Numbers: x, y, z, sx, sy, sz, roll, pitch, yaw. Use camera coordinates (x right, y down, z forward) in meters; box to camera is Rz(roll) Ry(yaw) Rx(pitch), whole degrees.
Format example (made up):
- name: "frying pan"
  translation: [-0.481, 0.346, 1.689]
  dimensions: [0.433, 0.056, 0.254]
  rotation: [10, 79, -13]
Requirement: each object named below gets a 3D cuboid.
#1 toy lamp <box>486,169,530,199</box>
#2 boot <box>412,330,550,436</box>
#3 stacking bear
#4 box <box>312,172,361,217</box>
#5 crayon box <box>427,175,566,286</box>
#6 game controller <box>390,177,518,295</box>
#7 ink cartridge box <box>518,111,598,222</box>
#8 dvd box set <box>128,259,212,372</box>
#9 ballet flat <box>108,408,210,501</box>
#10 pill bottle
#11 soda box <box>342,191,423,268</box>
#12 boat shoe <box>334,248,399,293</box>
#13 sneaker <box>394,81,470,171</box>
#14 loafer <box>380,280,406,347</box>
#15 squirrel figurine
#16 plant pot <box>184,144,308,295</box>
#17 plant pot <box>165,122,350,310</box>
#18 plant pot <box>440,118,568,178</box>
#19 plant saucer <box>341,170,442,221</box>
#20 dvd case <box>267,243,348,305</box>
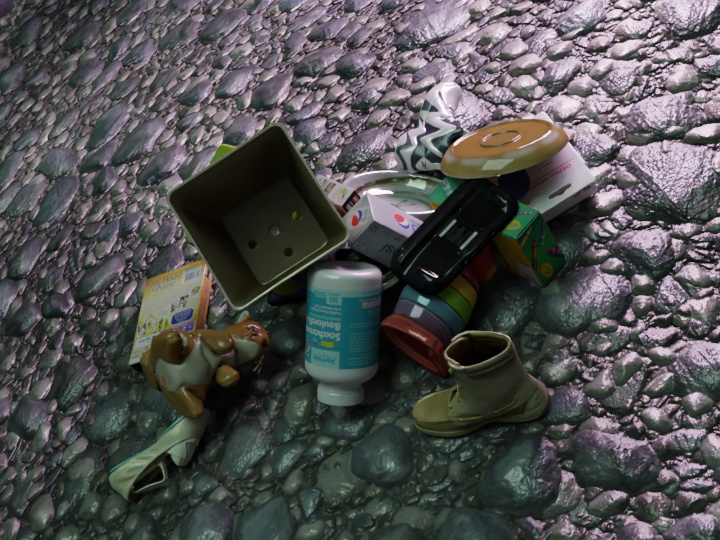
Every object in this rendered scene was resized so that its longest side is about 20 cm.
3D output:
- name: "toy lamp"
  translation: [0.195, -0.135, 1.613]
  dimensions: [0.058, 0.058, 0.200]
  rotation: [-46, 18, -9]
- name: "boot"
  translation: [0.137, 0.153, 1.392]
  dimensions: [0.199, 0.156, 0.073]
  rotation: [-11, 48, 27]
- name: "stacking bear"
  translation: [0.128, 0.033, 1.515]
  dimensions: [0.113, 0.122, 0.201]
  rotation: [29, 73, 23]
- name: "box"
  translation: [-0.003, -0.070, 1.654]
  dimensions: [0.035, 0.200, 0.110]
  rotation: [-51, 43, -11]
- name: "crayon box"
  translation: [0.204, -0.063, 1.563]
  dimensions: [0.058, 0.119, 0.200]
  rotation: [-48, 42, -11]
- name: "game controller"
  translation: [0.135, -0.051, 1.487]
  dimensions: [0.200, 0.042, 0.104]
  rotation: [-46, 57, -11]
- name: "ink cartridge box"
  translation: [0.289, -0.148, 1.616]
  dimensions: [0.116, 0.068, 0.201]
  rotation: [-32, 41, 8]
- name: "dvd box set"
  translation: [-0.344, 0.081, 1.893]
  dimensions: [0.145, 0.029, 0.201]
  rotation: [-19, 46, 22]
- name: "ballet flat"
  translation: [-0.312, 0.301, 1.661]
  dimensions: [0.200, 0.070, 0.070]
  rotation: [-37, 41, 5]
- name: "pill bottle"
  translation: [-0.026, 0.092, 1.515]
  dimensions: [0.110, 0.110, 0.202]
  rotation: [11, 104, 41]
- name: "soda box"
  translation: [0.070, -0.040, 1.574]
  dimensions: [0.063, 0.199, 0.069]
  rotation: [-45, 37, 28]
- name: "boat shoe"
  translation: [0.000, 0.000, 1.642]
  dimensions: [0.072, 0.065, 0.200]
  rotation: [-28, 14, -13]
- name: "sneaker"
  translation: [0.159, -0.244, 1.794]
  dimensions: [0.129, 0.080, 0.199]
  rotation: [16, 53, 30]
- name: "loafer"
  translation: [0.015, 0.081, 1.609]
  dimensions: [0.200, 0.068, 0.076]
  rotation: [-47, 42, -9]
- name: "squirrel figurine"
  translation: [-0.247, 0.135, 1.676]
  dimensions: [0.186, 0.142, 0.199]
  rotation: [-27, 9, -34]
- name: "plant pot"
  translation: [-0.169, -0.079, 1.762]
  dimensions: [0.198, 0.200, 0.182]
  rotation: [21, 76, 47]
- name: "plant pot"
  translation: [-0.142, -0.071, 1.547]
  dimensions: [0.199, 0.177, 0.201]
  rotation: [-33, 85, 0]
- name: "plant pot"
  translation: [0.215, -0.191, 1.570]
  dimensions: [0.198, 0.028, 0.200]
  rotation: [-15, 21, 6]
- name: "plant saucer"
  translation: [0.064, -0.110, 1.715]
  dimensions: [0.198, 0.051, 0.200]
  rotation: [3, 25, -1]
- name: "dvd case"
  translation: [-0.080, -0.031, 1.814]
  dimensions: [0.142, 0.018, 0.201]
  rotation: [-9, 50, 31]
